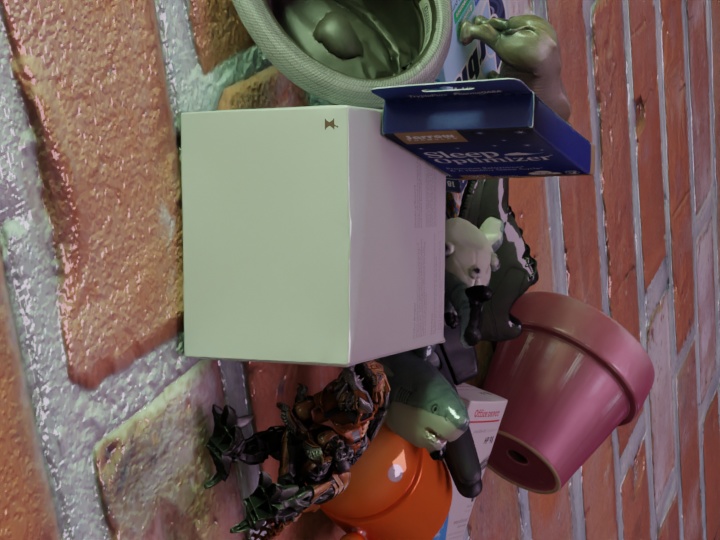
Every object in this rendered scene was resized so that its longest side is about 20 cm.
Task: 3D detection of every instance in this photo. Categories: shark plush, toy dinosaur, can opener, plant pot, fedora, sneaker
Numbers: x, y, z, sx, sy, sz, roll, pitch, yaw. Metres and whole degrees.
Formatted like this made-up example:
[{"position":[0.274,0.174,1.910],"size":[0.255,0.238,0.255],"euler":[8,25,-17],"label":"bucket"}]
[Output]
[{"position":[0.098,0.013,1.293],"size":[0.200,0.090,0.084],"euler":[-119,-141,-57],"label":"shark plush"},{"position":[-0.044,0.157,1.141],"size":[0.135,0.102,0.202],"euler":[-5,113,-42],"label":"toy dinosaur"},{"position":[0.079,0.119,1.346],"size":[0.064,0.078,0.201],"euler":[65,10,-51],"label":"can opener"},{"position":[0.221,0.155,1.693],"size":[0.180,0.199,0.201],"euler":[-54,142,-24],"label":"plant pot"},{"position":[-0.021,-0.210,1.162],"size":[0.177,0.200,0.090],"euler":[-50,-179,-23],"label":"fedora"},{"position":[0.137,-0.023,1.431],"size":[0.076,0.090,0.202],"euler":[-68,164,-71],"label":"sneaker"},{"position":[0.053,0.079,1.247],"size":[0.090,0.083,0.201],"euler":[24,37,-20],"label":"shark plush"}]

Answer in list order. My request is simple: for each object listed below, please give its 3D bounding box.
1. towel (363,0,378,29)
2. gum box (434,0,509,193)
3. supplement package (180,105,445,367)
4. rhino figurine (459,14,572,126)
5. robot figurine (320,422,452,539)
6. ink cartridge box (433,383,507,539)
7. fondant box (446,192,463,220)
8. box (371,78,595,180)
[{"position":[0.005,-0.185,1.295],"size":[0.147,0.024,0.202],"euler":[-96,-175,-84],"label":"towel"},{"position":[0.095,-0.206,1.365],"size":[0.201,0.044,0.171],"euler":[76,32,-41],"label":"gum box"},{"position":[-0.032,-0.030,1.141],"size":[0.200,0.146,0.193],"euler":[-6,97,-65],"label":"supplement package"},{"position":[0.157,-0.169,1.355],"size":[0.201,0.087,0.060],"euler":[66,41,-52],"label":"rhino figurine"},{"position":[0.015,0.189,1.303],"size":[0.144,0.117,0.200],"euler":[-42,143,-5],"label":"robot figurine"},{"position":[0.087,0.177,1.460],"size":[0.116,0.066,0.202],"euler":[9,100,-65],"label":"ink cartridge box"},{"position":[0.056,-0.074,1.439],"size":[0.145,0.058,0.201],"euler":[59,42,-50],"label":"fondant box"},{"position":[0.097,-0.105,1.103],"size":[0.200,0.120,0.033],"euler":[23,69,-63],"label":"box"}]
